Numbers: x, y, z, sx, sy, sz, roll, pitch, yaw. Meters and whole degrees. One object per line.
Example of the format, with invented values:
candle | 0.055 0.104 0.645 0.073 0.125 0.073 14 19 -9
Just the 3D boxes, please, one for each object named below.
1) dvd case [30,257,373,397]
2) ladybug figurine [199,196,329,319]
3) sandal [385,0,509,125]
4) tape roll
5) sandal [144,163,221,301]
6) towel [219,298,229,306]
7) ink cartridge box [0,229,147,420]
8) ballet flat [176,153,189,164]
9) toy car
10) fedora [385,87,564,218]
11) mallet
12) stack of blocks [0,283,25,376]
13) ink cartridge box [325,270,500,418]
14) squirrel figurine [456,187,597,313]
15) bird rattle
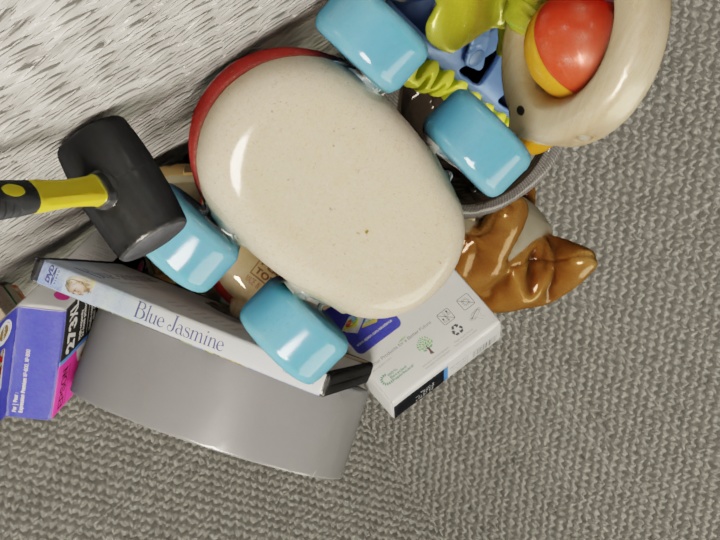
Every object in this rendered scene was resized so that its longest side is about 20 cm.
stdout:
dvd case | -0.097 0.034 0.967 0.143 0.200 0.018 2 109 -79
ladybug figurine | -0.051 -0.047 1.015 0.072 0.136 0.200 -19 -145 46
sandal | 0.083 -0.155 1.031 0.087 0.080 0.200 -48 153 18
tape roll | -0.098 0.084 1.049 0.200 0.200 0.066 164 -57 -85
sandal | -0.124 -0.011 1.069 0.080 0.054 0.200 -21 150 -12
towel | -0.039 0.037 1.216 0.200 0.171 0.048 -132 -120 -72
ink cartridge box | -0.204 0.036 1.063 0.200 0.037 0.095 -53 160 -57
ballet flat | -0.053 -0.077 1.129 0.200 0.068 0.068 -17 153 -28
toy car | -0.036 -0.071 0.891 0.184 0.177 0.200 -46 -151 4
fedora | 0.079 -0.144 1.170 0.177 0.200 0.090 -16 -150 -13
mallet | -0.133 -0.024 0.641 0.041 0.066 0.200 -35 -179 19
stack of blocks | -0.293 0.067 1.065 0.115 0.059 0.200 -35 -179 -1
ink cartridge box | 0.000 0.000 1.071 0.099 0.200 0.039 -35 159 -11
squirrel figurine | 0.070 -0.016 1.339 0.186 0.142 0.200 5 142 -43
bird rattle | 0.133 -0.152 0.852 0.113 0.163 0.200 11 161 -39
